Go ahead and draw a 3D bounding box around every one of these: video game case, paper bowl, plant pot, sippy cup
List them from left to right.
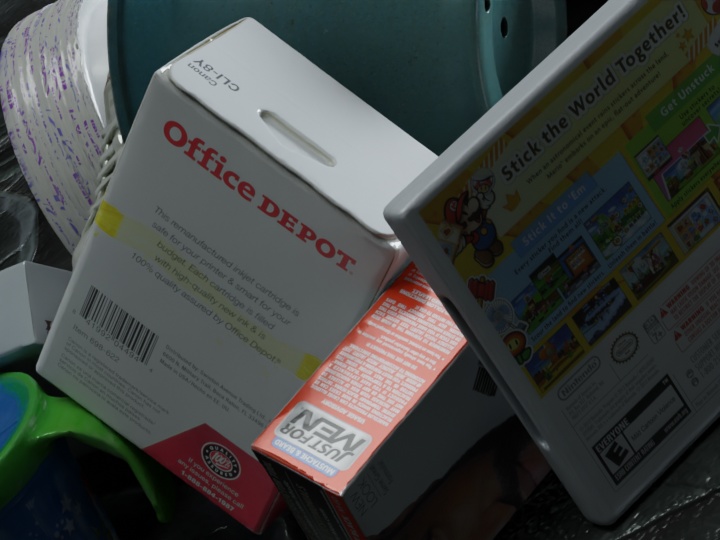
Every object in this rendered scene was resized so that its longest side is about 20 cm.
[{"bbox_3d":[-0.183,0.144,1.471,0.177,0.131,0.140,-4,38,51],"label":"sippy cup"},{"bbox_3d":[-0.123,-0.084,1.760,0.104,0.201,0.201,-25,23,19],"label":"paper bowl"},{"bbox_3d":[0.000,-0.120,1.472,0.187,0.201,0.200,1,36,23],"label":"plant pot"},{"bbox_3d":[0.127,-0.018,1.294,0.200,0.182,0.023,-42,23,-19],"label":"video game case"}]

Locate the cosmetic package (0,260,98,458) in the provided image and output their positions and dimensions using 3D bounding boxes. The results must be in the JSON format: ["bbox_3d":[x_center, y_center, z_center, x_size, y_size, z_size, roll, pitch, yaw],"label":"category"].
[{"bbox_3d":[-0.171,0.053,1.583,0.150,0.200,0.052,-18,71,31],"label":"cosmetic package"}]

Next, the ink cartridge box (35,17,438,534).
[{"bbox_3d":[-0.053,0.003,1.387,0.083,0.145,0.200,-40,-18,-49],"label":"ink cartridge box"}]

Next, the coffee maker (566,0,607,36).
[{"bbox_3d":[0.127,-0.159,1.658,0.199,0.135,0.192,-8,36,45],"label":"coffee maker"}]

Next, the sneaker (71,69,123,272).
[{"bbox_3d":[-0.126,-0.066,1.611,0.073,0.085,0.200,-36,15,38],"label":"sneaker"}]

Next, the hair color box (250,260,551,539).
[{"bbox_3d":[0.050,0.051,1.322,0.064,0.111,0.200,26,66,39],"label":"hair color box"}]
